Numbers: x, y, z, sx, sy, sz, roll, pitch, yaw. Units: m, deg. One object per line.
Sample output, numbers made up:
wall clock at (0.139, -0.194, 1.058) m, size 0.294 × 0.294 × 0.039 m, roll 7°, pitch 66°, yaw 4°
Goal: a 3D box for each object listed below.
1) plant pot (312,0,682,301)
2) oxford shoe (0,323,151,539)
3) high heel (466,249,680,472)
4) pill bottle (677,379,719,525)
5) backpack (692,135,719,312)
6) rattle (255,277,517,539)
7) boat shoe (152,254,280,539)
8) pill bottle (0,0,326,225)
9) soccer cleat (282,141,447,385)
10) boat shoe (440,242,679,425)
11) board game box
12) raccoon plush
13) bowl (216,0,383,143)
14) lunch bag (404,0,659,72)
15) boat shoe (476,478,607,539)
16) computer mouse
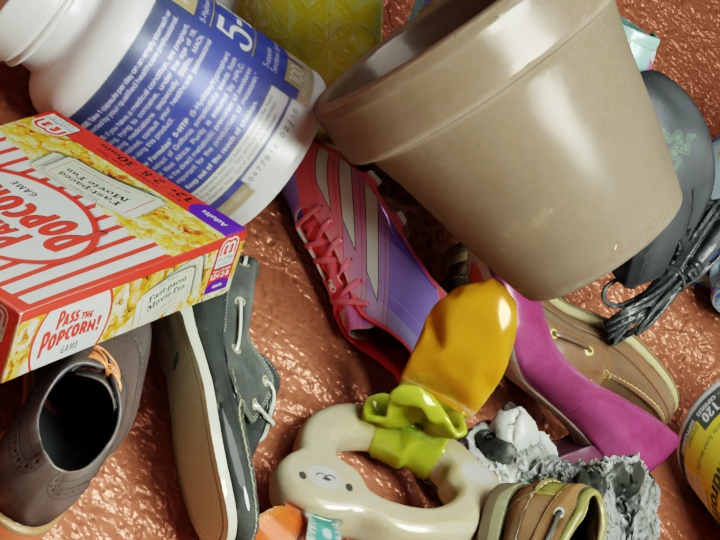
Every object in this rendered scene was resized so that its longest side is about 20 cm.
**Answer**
plant pot at (0.099, -0.083, 1.475) m, size 0.175 × 0.200 × 0.200 m, roll 55°, pitch 34°, yaw -11°
oxford shoe at (-0.146, 0.069, 1.350) m, size 0.071 × 0.073 × 0.200 m, roll 39°, pitch 36°, yaw -14°
high heel at (0.136, 0.053, 1.604) m, size 0.067 × 0.096 × 0.200 m, roll 41°, pitch -26°, yaw 63°
pill bottle at (0.301, 0.157, 1.668) m, size 0.112 × 0.112 × 0.200 m, roll 26°, pitch 17°, yaw -30°
backpack at (0.354, -0.043, 1.892) m, size 0.183 × 0.200 × 0.147 m, roll 20°, pitch 44°, yaw -36°
rattle at (0.013, 0.101, 1.434) m, size 0.200 × 0.143 × 0.130 m, roll -10°, pitch 58°, yaw -49°
boat shoe at (-0.075, 0.070, 1.419) m, size 0.068 × 0.072 × 0.200 m, roll 4°, pitch 51°, yaw -19°
pill bottle at (-0.132, -0.123, 1.506) m, size 0.200 × 0.120 × 0.120 m, roll 34°, pitch 38°, yaw -21°
soccer cleat at (0.000, 0.000, 1.590) m, size 0.076 × 0.067 × 0.200 m, roll -32°, pitch 76°, yaw -28°
boat shoe at (0.130, 0.059, 1.673) m, size 0.200 × 0.072 × 0.068 m, roll 36°, pitch 53°, yaw -22°
board game box at (-0.182, -0.018, 1.365) m, size 0.151 × 0.046 × 0.200 m, roll 31°, pitch 29°, yaw 22°
raccoon plush at (0.104, 0.184, 1.542) m, size 0.097 × 0.134 × 0.200 m, roll 18°, pitch 76°, yaw -58°
bowl at (-0.050, -0.182, 1.629) m, size 0.108 × 0.200 × 0.200 m, roll 0°, pitch 51°, yaw -8°
lunch bag at (0.109, -0.110, 1.652) m, size 0.122 × 0.170 × 0.200 m, roll 17°, pitch 12°, yaw -38°
boat shoe at (0.099, 0.216, 1.429) m, size 0.072 × 0.068 × 0.200 m, roll 25°, pitch 66°, yaw -49°
computer mouse at (0.201, -0.045, 1.602) m, size 0.053 × 0.200 × 0.139 m, roll 29°, pitch 64°, yaw 35°
